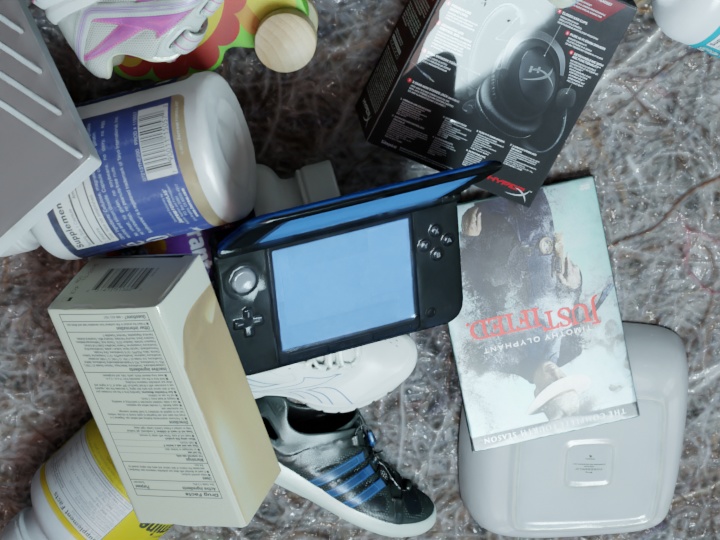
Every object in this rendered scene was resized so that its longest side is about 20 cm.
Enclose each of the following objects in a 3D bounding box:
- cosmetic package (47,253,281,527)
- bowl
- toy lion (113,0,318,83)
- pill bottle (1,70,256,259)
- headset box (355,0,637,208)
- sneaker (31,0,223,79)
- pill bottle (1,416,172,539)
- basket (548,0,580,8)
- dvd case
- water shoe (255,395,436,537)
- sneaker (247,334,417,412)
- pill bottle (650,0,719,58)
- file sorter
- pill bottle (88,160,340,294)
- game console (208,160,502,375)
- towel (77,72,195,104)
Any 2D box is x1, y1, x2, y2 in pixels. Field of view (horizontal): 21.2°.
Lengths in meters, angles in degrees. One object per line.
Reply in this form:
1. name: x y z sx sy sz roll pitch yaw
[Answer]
1. cosmetic package: -0.142 0.090 1.427 0.104 0.071 0.202 0 123 28
2. bowl: 0.187 0.148 1.652 0.198 0.075 0.202 -1 116 -6
3. toy lion: -0.120 -0.233 1.424 0.190 0.069 0.202 7 116 -3
4. pill bottle: -0.184 -0.070 1.411 0.198 0.111 0.112 -13 119 15
5. headset box: 0.106 -0.171 1.475 0.148 0.077 0.201 20 112 -18
6. sneaker: -0.131 -0.199 1.374 0.198 0.082 0.089 -17 113 24
7. pill bottle: -0.200 0.178 1.587 0.200 0.112 0.112 -43 115 14
8. basket: 0.159 -0.305 1.376 0.175 0.202 0.139 30 154 -20
9. dvd case: 0.140 0.035 1.572 0.144 0.022 0.202 -11 95 -2
10. water shoe: -0.010 0.161 1.630 0.199 0.072 0.079 25 109 -20
11. sneaker: -0.046 0.073 1.556 0.198 0.087 0.075 -3 75 -15
12. pill bottle: 0.297 -0.211 1.458 0.198 0.111 0.111 19 113 -20
13. file sorter: -0.299 -0.121 1.352 0.139 0.201 0.124 -40 142 13
14. pill bottle: -0.106 -0.018 1.501 0.198 0.112 0.112 -17 118 0
15. game console: 0.000 0.000 1.412 0.198 0.118 0.172 -14 117 -17
16. towel: -0.201 -0.088 1.478 0.198 0.018 0.087 -14 119 15
